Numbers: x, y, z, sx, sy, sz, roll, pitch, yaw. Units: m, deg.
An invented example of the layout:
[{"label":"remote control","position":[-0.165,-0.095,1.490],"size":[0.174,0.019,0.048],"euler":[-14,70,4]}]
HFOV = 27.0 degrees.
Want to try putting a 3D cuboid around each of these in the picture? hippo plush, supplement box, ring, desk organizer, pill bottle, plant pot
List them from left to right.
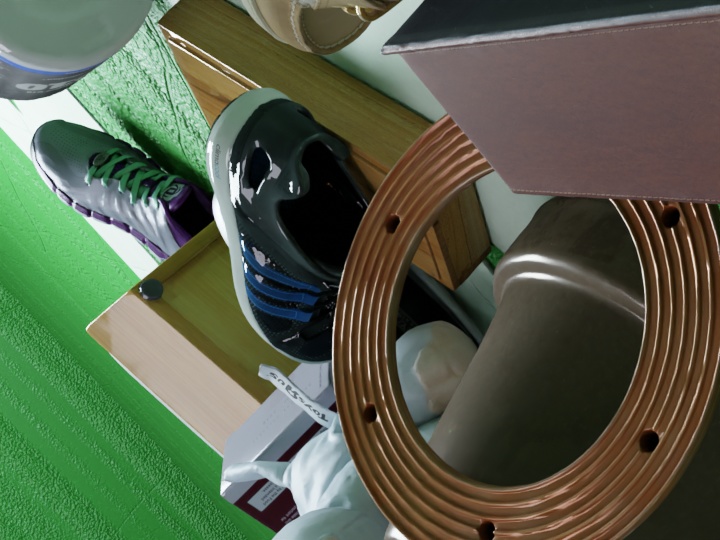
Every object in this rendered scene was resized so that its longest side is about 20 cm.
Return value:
[{"label":"pill bottle","position":[-0.194,-0.161,0.880],"size":[0.114,0.114,0.200],"euler":[47,164,-14]},{"label":"hippo plush","position":[0.013,0.124,0.778],"size":[0.198,0.161,0.160],"euler":[23,118,6]},{"label":"supplement box","position":[0.023,0.142,0.939],"size":[0.199,0.109,0.061],"euler":[37,-158,-19]},{"label":"ring","position":[0.064,0.022,0.606],"size":[0.019,0.202,0.200],"euler":[13,-170,-44]},{"label":"plant pot","position":[0.106,0.094,0.679],"size":[0.200,0.175,0.201],"euler":[40,163,15]},{"label":"desk organizer","position":[0.096,-0.071,0.470],"size":[0.077,0.072,0.200],"euler":[47,164,-22]}]

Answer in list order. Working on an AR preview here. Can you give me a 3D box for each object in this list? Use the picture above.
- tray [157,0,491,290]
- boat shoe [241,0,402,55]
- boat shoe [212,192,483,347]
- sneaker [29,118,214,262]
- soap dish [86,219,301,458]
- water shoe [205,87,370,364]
[{"label":"tray","position":[-0.021,-0.073,0.820],"size":[0.199,0.037,0.099],"euler":[35,162,32]},{"label":"boat shoe","position":[-0.002,-0.128,0.558],"size":[0.069,0.074,0.200],"euler":[46,164,13]},{"label":"boat shoe","position":[0.000,0.000,0.912],"size":[0.199,0.074,0.065],"euler":[35,161,-8]},{"label":"sneaker","position":[-0.165,-0.066,1.165],"size":[0.199,0.075,0.088],"euler":[35,150,-1]},{"label":"soap dish","position":[-0.064,0.050,1.039],"size":[0.200,0.157,0.081],"euler":[40,143,12]},{"label":"water shoe","position":[-0.025,-0.004,0.793],"size":[0.079,0.071,0.201],"euler":[34,158,36]}]
